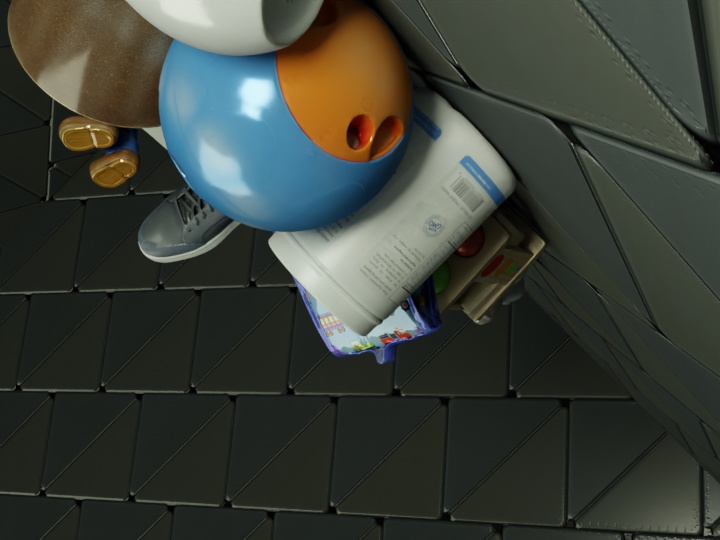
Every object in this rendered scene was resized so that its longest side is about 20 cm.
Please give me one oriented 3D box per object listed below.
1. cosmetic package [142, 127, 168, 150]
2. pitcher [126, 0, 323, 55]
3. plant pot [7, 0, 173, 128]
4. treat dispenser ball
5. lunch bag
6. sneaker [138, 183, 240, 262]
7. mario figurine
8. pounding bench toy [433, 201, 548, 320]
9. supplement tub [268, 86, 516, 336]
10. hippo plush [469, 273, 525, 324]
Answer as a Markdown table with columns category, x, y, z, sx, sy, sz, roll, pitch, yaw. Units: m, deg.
| category | x | y | z | sx | sy | sz | roll | pitch | yaw |
| --- | --- | --- | --- | --- | --- | --- | --- | --- | --- |
| cosmetic package | -0.128 | -0.207 | 1.122 | 0.200 | 0.165 | 0.165 | 6 | 156 | 39 |
| pitcher | -0.120 | -0.240 | 0.674 | 0.200 | 0.121 | 0.172 | 27 | 133 | 21 |
| plant pot | -0.178 | -0.252 | 0.859 | 0.187 | 0.200 | 0.187 | 15 | -126 | -22 |
| treat dispenser ball | -0.058 | -0.131 | 0.816 | 0.201 | 0.201 | 0.201 | 45 | -176 | -4 |
| lunch bag | 0.000 | 0.000 | 1.073 | 0.094 | 0.150 | 0.200 | -12 | -96 | -45 |
| sneaker | -0.147 | -0.088 | 0.980 | 0.077 | 0.202 | 0.146 | 63 | -174 | 22 |
| mario figurine | -0.244 | -0.172 | 0.976 | 0.106 | 0.124 | 0.200 | 11 | -130 | -13 |
| pounding bench toy | 0.079 | -0.003 | 1.155 | 0.124 | 0.200 | 0.156 | 47 | -162 | 21 |
| supplement tub | 0.029 | -0.054 | 0.934 | 0.132 | 0.200 | 0.132 | 45 | -176 | -4 |
| hippo plush | 0.175 | -0.035 | 1.524 | 0.200 | 0.159 | 0.161 | 31 | 153 | 0 |
